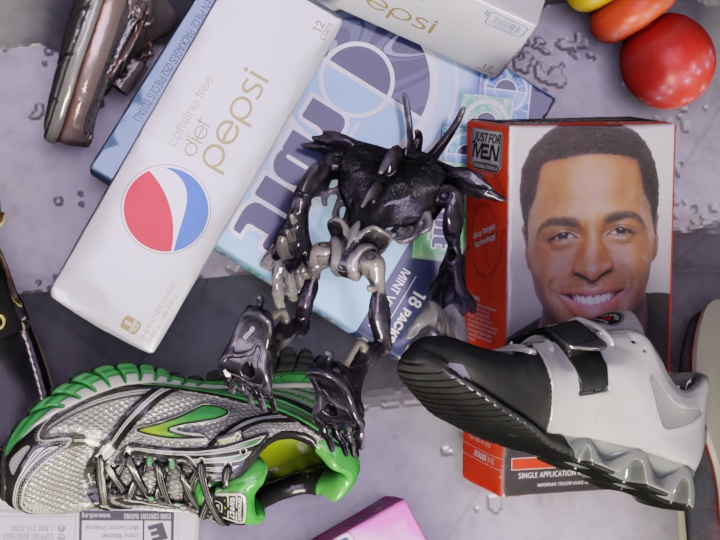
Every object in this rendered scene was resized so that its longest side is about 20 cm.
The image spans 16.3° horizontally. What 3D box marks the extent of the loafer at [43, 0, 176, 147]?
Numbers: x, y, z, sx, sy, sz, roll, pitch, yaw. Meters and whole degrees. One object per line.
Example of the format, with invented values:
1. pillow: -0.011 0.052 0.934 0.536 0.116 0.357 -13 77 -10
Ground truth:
1. loafer: -0.120 -0.159 1.373 0.063 0.072 0.200 17 82 -13

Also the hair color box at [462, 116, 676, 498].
1. hair color box: 0.112 0.018 1.365 0.101 0.061 0.200 -3 97 -19

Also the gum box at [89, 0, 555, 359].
1. gum box: -0.021 -0.074 1.388 0.200 0.045 0.170 31 85 -3

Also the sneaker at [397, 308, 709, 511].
1. sneaker: 0.103 0.054 1.296 0.200 0.074 0.089 24 78 -37

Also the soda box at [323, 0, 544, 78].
1. soda box: 0.005 -0.182 1.348 0.200 0.064 0.068 24 61 -9

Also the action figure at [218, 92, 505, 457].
1. action figure: 0.000 0.000 1.317 0.119 0.102 0.200 20 52 14

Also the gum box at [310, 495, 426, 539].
1. gum box: 0.018 0.237 1.362 0.113 0.066 0.200 -29 90 -8

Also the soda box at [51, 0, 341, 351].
1. soda box: -0.086 -0.060 1.313 0.064 0.068 0.200 29 93 -5

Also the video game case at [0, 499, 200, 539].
1. video game case: -0.187 0.208 1.357 0.200 0.022 0.183 1 89 -6

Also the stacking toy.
1. stacking toy: 0.134 -0.180 1.400 0.085 0.085 0.200 -36 96 -7

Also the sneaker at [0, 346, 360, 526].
1. sneaker: -0.093 0.095 1.324 0.200 0.085 0.078 -10 132 -17

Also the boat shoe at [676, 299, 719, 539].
1. boat shoe: 0.199 0.112 1.378 0.071 0.063 0.200 13 57 -27

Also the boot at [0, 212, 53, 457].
1. boot: -0.212 0.003 1.302 0.073 0.151 0.200 -20 83 -13
